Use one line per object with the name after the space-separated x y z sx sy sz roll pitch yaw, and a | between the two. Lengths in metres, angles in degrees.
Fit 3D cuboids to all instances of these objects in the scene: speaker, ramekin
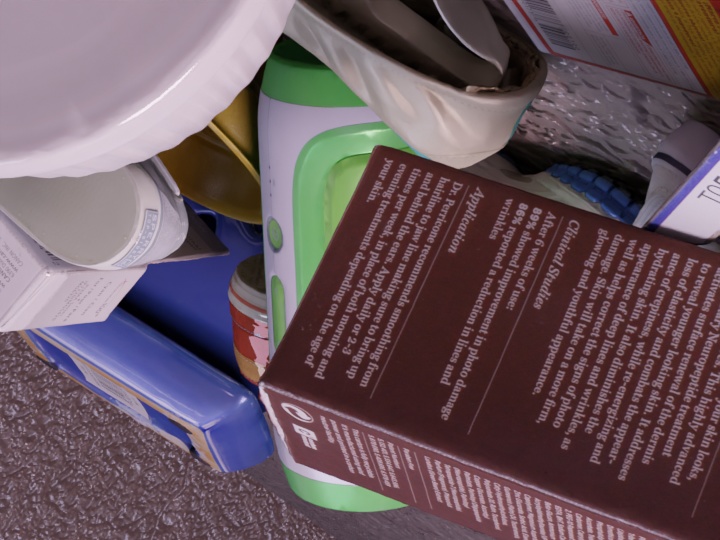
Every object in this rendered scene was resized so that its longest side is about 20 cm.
0.000 0.000 0.849 0.088 0.088 0.201 20 119 47 | speaker
-0.110 -0.123 0.658 0.202 0.203 0.094 30 179 14 | ramekin

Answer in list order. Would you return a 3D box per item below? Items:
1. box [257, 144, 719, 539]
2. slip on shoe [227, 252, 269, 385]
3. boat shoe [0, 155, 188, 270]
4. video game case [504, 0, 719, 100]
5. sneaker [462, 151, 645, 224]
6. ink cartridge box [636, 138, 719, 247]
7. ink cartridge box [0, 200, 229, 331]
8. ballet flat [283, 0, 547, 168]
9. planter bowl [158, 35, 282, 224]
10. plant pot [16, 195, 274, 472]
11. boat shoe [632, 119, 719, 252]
0.079 0.041 0.637 0.199 0.101 0.075 19 157 19 | box
0.013 0.017 0.989 0.199 0.062 0.074 -11 -146 -40 | slip on shoe
-0.156 -0.068 0.862 0.201 0.070 0.071 42 -170 19 | boat shoe
0.106 -0.095 0.609 0.199 0.017 0.143 23 164 42 | video game case
0.058 -0.010 0.907 0.077 0.085 0.200 39 169 -27 | sneaker
0.188 0.014 0.644 0.199 0.043 0.196 28 158 -1 | ink cartridge box
-0.179 -0.059 0.958 0.200 0.045 0.176 48 -161 15 | ink cartridge box
-0.008 -0.117 0.741 0.200 0.070 0.069 36 168 -20 | ballet flat
-0.098 -0.114 0.901 0.200 0.084 0.200 34 167 9 | planter bowl
-0.096 -0.004 1.110 0.199 0.180 0.200 30 168 8 | plant pot
0.134 0.007 0.783 0.071 0.070 0.200 46 175 19 | boat shoe
